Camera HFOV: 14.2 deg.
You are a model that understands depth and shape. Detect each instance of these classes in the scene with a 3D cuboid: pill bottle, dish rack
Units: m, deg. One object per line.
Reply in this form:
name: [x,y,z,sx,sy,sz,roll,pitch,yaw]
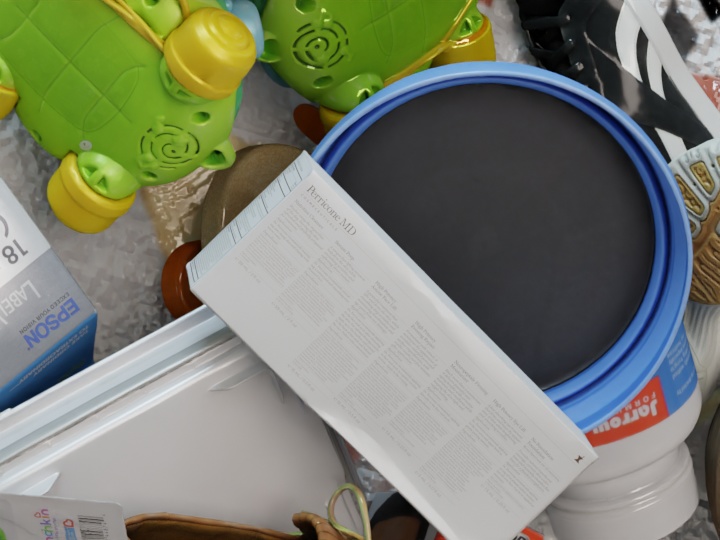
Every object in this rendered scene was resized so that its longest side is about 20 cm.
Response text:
pill bottle: [0.116,0.042,1.506,0.112,0.112,0.200,-29,114,-24]
dish rack: [-0.094,0.120,1.412,0.200,0.044,0.172,-29,118,-13]

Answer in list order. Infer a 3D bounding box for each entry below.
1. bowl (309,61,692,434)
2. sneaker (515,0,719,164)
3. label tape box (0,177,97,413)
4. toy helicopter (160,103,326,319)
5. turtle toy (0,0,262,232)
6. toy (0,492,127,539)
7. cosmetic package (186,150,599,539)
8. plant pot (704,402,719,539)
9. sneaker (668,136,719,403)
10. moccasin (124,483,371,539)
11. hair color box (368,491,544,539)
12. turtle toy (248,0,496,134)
bowl: [0.061,-0.008,1.405,0.200,0.039,0.201,1,111,1]
sneaker: [0.121,-0.087,1.557,0.200,0.073,0.112,49,67,-15]
label tape box: [-0.207,0.037,1.400,0.144,0.063,0.200,-40,102,-22]
toy helicopter: [0.000,0.000,1.508,0.200,0.079,0.133,35,63,-30]
turtle toy: [-0.130,-0.126,1.410,0.200,0.146,0.101,47,35,1]
toy: [-0.191,0.131,1.340,0.047,0.199,0.115,-62,152,-49]
cosmetic package: [0.015,0.043,1.373,0.083,0.051,0.200,-43,105,7]
plant pot: [0.257,0.107,1.586,0.200,0.093,0.202,-4,97,-34]
sneaker: [0.194,-0.010,1.542,0.088,0.200,0.076,-32,64,-32]
moccasin: [-0.024,0.148,1.373,0.201,0.078,0.074,12,38,-10]
hair color box: [0.013,0.214,1.469,0.061,0.101,0.200,30,73,-19]
turtle toy: [0.010,-0.162,1.492,0.200,0.101,0.146,-36,132,-30]
